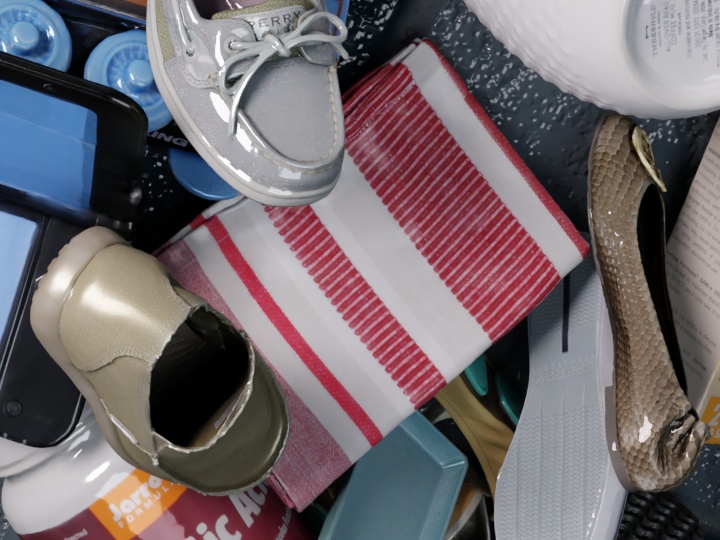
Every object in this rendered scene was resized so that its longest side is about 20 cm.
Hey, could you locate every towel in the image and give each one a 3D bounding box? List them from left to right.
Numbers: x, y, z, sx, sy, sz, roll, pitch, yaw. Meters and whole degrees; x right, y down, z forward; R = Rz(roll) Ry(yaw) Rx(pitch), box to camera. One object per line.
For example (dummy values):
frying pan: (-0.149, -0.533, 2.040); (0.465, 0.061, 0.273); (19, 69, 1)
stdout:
towel: (0.000, 0.000, 1.136); (0.200, 0.023, 0.144); (-40, 100, -11)

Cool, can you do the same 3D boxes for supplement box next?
supplement box: (0.232, -0.008, 1.226); (0.126, 0.074, 0.201); (4, 117, -33)

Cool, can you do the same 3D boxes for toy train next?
toy train: (-0.101, -0.107, 1.048); (0.199, 0.087, 0.115); (16, 70, -16)

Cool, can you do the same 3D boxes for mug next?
mug: (0.126, -0.170, 1.050); (0.147, 0.175, 0.201); (-2, 118, -18)

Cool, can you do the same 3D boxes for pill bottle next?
pill bottle: (-0.103, 0.118, 1.148); (0.114, 0.114, 0.200); (-37, 108, 3)

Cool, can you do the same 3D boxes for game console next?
game console: (-0.203, -0.023, 1.008); (0.199, 0.116, 0.177); (19, 97, 1)

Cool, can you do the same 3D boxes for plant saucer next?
plant saucer: (0.001, 0.152, 1.148); (0.019, 0.200, 0.070); (-20, 126, 41)

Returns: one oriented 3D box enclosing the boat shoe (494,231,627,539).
boat shoe: (0.121, 0.081, 1.195); (0.067, 0.073, 0.201); (28, 65, -45)

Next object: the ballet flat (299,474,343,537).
ballet flat: (-0.026, 0.098, 1.217); (0.070, 0.071, 0.201); (-19, 124, -9)

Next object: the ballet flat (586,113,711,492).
ballet flat: (0.145, 0.013, 1.160); (0.046, 0.201, 0.067); (-14, 153, 26)

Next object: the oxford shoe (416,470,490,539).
oxford shoe: (0.053, 0.188, 1.274); (0.075, 0.058, 0.201); (-51, 141, -38)

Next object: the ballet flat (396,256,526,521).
ballet flat: (0.048, 0.065, 1.221); (0.063, 0.069, 0.200); (-26, 123, 15)

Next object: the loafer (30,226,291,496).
loafer: (-0.076, 0.054, 1.018); (0.076, 0.068, 0.200); (-53, 148, -9)

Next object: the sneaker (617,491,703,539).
sneaker: (0.113, 0.197, 1.286); (0.070, 0.200, 0.094); (38, 139, 8)

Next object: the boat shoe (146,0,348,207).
boat shoe: (-0.053, -0.125, 0.991); (0.074, 0.203, 0.065); (-8, 162, -25)
